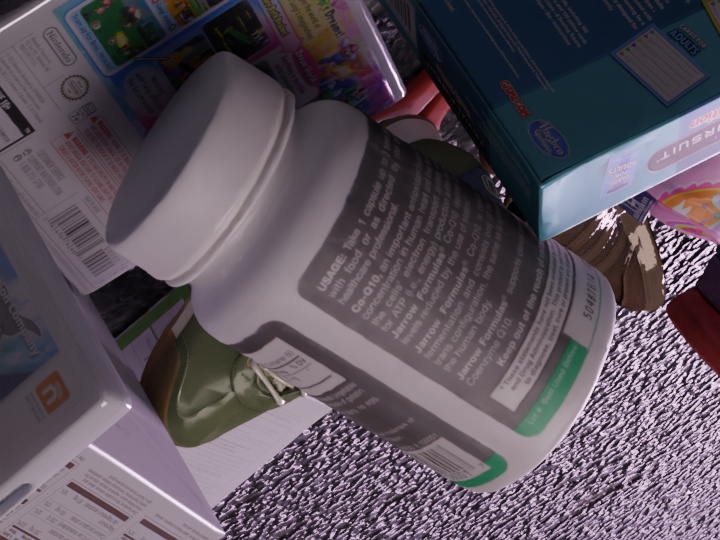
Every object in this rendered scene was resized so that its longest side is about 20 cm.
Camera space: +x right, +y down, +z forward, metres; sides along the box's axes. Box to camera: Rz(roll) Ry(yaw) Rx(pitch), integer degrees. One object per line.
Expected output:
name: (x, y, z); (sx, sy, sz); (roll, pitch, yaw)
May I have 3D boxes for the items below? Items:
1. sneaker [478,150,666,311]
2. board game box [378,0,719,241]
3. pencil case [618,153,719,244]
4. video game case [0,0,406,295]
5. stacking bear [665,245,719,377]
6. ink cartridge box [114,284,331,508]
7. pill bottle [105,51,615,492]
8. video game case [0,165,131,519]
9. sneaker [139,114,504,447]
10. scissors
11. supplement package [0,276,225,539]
sneaker: (0.115, -0.035, 1.183); (0.075, 0.071, 0.200); (-17, 146, 7)
board game box: (0.127, -0.121, 0.955); (0.199, 0.151, 0.047); (-26, 151, -11)
pencil case: (0.192, -0.109, 1.055); (0.087, 0.087, 0.201); (18, 106, -54)
video game case: (-0.082, -0.083, 0.946); (0.181, 0.024, 0.200); (-32, 150, -1)
stacking bear: (0.286, -0.018, 1.312); (0.121, 0.114, 0.200); (25, 108, -47)
ink cartridge box: (-0.123, 0.098, 1.145); (0.200, 0.059, 0.104); (-41, 148, 14)
pill bottle: (0.000, 0.000, 0.927); (0.199, 0.113, 0.113); (33, 118, -18)
video game case: (-0.197, 0.025, 0.818); (0.182, 0.201, 0.023); (-40, 154, 15)
sneaker: (-0.012, 0.017, 1.025); (0.200, 0.090, 0.067); (-45, 136, -7)
scissors: (0.046, -0.101, 1.049); (0.073, 0.014, 0.200); (2, 138, -43)
supplement package: (-0.172, 0.059, 0.939); (0.111, 0.156, 0.200); (-36, 151, 3)
